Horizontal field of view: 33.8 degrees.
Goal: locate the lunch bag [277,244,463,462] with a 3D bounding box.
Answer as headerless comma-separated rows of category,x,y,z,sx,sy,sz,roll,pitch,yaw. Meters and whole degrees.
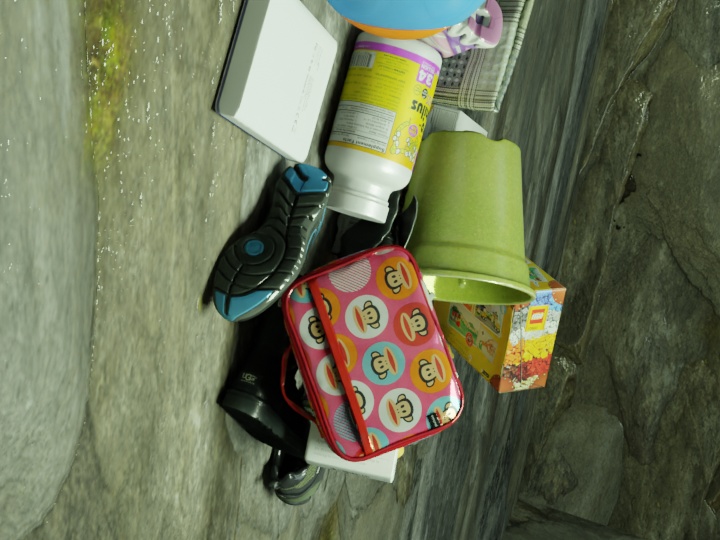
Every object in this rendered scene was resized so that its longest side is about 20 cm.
lunch bag,-0.001,0.088,1.212,0.082,0.174,0.203,132,-62,-84

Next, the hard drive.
hard drive,-0.076,-0.189,1.138,0.200,0.025,0.134,25,81,-74

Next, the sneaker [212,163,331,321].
sneaker,-0.083,-0.014,1.190,0.201,0.072,0.083,-57,166,-37

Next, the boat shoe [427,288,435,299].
boat shoe,0.019,0.050,1.435,0.073,0.062,0.199,-46,-171,-30

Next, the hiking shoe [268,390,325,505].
hiking shoe,-0.054,0.186,1.452,0.101,0.075,0.203,69,39,-68

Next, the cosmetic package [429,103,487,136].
cosmetic package,0.119,-0.197,1.681,0.200,0.081,0.051,7,101,-73

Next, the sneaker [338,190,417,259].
sneaker,-0.003,-0.001,1.405,0.200,0.059,0.105,-43,-142,35

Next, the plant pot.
plant pot,0.125,-0.066,1.458,0.200,0.197,0.188,35,61,-72

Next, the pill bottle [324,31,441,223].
pill bottle,0.020,-0.161,1.343,0.104,0.103,0.203,19,86,-73

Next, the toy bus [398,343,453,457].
toy bus,0.025,0.121,1.591,0.201,0.134,0.194,-59,145,-35

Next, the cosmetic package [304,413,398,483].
cosmetic package,0.007,0.120,1.289,0.074,0.100,0.203,83,20,-77

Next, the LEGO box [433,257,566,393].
LEGO box,0.182,0.050,1.617,0.076,0.200,0.151,-4,117,-26

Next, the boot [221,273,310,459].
boot,-0.073,0.107,1.317,0.170,0.075,0.201,-66,155,-17

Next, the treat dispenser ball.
treat dispenser ball,0.043,-0.320,1.113,0.201,0.198,0.204,15,90,-73

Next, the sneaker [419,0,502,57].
sneaker,0.062,-0.299,1.312,0.199,0.088,0.082,31,60,-28

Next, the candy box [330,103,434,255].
candy box,0.030,-0.118,1.490,0.136,0.060,0.204,-21,123,-69

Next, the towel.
towel,0.112,-0.296,1.393,0.034,0.191,0.203,15,93,-49
